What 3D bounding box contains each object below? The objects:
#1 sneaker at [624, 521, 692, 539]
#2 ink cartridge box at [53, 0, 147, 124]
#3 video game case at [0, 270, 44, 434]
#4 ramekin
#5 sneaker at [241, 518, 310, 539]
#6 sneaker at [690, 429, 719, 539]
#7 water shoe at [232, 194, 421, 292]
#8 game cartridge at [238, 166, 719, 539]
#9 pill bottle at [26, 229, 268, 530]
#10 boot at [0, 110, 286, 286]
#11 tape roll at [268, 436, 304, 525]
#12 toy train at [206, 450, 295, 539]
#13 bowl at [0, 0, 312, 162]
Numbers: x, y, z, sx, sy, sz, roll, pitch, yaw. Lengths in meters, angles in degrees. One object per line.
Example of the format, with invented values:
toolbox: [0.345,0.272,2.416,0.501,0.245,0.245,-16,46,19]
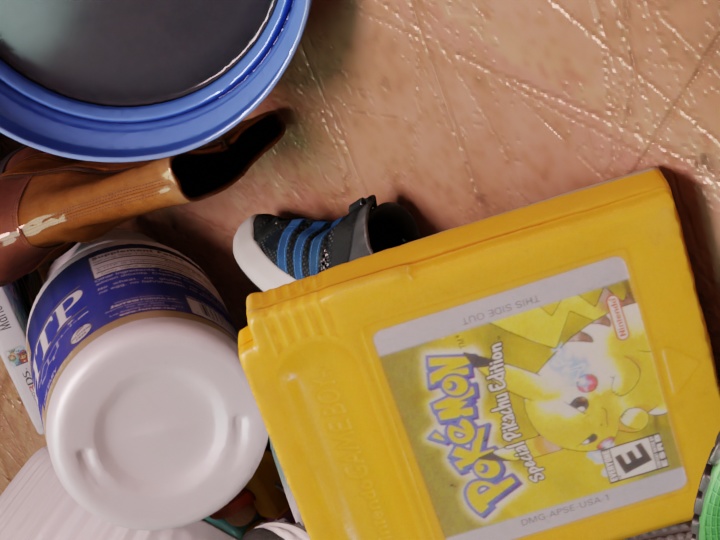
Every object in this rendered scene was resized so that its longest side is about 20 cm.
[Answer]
sneaker: [0.173,0.194,0.951,0.200,0.074,0.082,39,144,20]
ink cartridge box: [-0.169,-0.179,0.995,0.146,0.083,0.201,7,128,49]
video game case: [-0.233,-0.020,1.208,0.200,0.024,0.183,-118,7,-61]
ramekin: [-0.135,0.184,1.153,0.199,0.105,0.200,30,172,4]
sneaker: [-0.028,0.202,0.995,0.200,0.079,0.074,-127,17,-50]
sneaker: [0.192,0.122,0.839,0.085,0.078,0.201,10,115,24]
water shoe: [0.000,0.000,0.988,0.071,0.079,0.200,33,-175,-31]
game cartridge: [0.060,0.061,0.867,0.032,0.199,0.177,-103,-6,-61]
pill bottle: [-0.127,0.051,1.093,0.120,0.119,0.200,66,175,-24]
boot: [-0.129,-0.057,1.053,0.199,0.188,0.069,-20,96,30]
tape roll: [0.020,0.142,1.029,0.203,0.070,0.203,60,164,28]
toy train: [-0.056,0.186,1.259,0.150,0.056,0.200,48,149,5]
bowl: [-0.119,-0.149,0.900,0.199,0.039,0.202,2,117,4]
